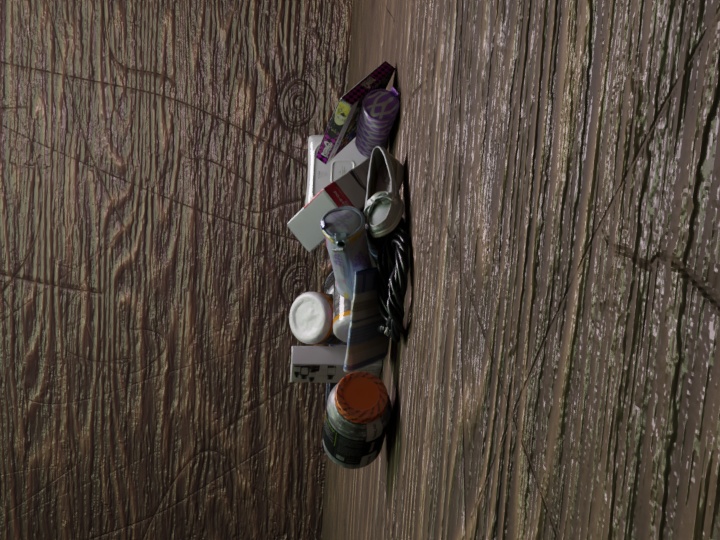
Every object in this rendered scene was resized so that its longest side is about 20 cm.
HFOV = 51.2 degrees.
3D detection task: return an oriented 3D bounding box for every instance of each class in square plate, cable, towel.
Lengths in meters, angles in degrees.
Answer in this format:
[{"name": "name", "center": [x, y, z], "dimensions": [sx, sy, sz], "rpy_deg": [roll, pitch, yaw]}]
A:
[{"name": "square plate", "center": [-0.039, -0.229, 1.790], "dimensions": [0.028, 0.196, 0.202], "rpy_deg": [23, -111, -74]}, {"name": "cable", "center": [0.056, 0.024, 1.344], "dimensions": [0.163, 0.050, 0.202], "rpy_deg": [-110, 25, -83]}, {"name": "towel", "center": [0.018, 0.090, 1.453], "dimensions": [0.146, 0.024, 0.202], "rpy_deg": [-14, -67, -56]}]

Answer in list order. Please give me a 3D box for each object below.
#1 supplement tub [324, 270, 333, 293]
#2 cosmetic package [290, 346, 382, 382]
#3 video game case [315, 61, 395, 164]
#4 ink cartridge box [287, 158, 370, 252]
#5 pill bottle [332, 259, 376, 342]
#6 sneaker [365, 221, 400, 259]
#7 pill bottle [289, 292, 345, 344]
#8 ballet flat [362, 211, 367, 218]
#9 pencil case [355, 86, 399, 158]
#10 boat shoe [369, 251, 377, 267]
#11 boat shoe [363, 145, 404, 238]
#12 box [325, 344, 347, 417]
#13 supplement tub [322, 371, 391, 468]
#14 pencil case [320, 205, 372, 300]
[{"name": "supplement tub", "center": [-0.032, 0.060, 1.955], "dimensions": [0.200, 0.121, 0.124], "rpy_deg": [-107, 21, -74]}, {"name": "cosmetic package", "center": [-0.055, 0.211, 1.669], "dimensions": [0.083, 0.198, 0.051], "rpy_deg": [100, 170, -53]}, {"name": "video game case", "center": [-0.011, -0.352, 1.677], "dimensions": [0.200, 0.036, 0.182], "rpy_deg": [-50, -6, -42]}, {"name": "ink cartridge box", "center": [-0.044, -0.144, 1.638], "dimensions": [0.145, 0.084, 0.200], "rpy_deg": [-40, 0, 41]}, {"name": "pill bottle", "center": [-0.001, 0.049, 1.634], "dimensions": [0.117, 0.115, 0.201], "rpy_deg": [100, 171, -56]}, {"name": "sneaker", "center": [0.048, -0.063, 1.487], "dimensions": [0.200, 0.073, 0.083], "rpy_deg": [-80, -23, -87]}, {"name": "pill bottle", "center": [-0.062, 0.113, 1.739], "dimensions": [0.199, 0.116, 0.118], "rpy_deg": [8, -97, -55]}, {"name": "ballet flat", "center": [0.026, -0.079, 1.749], "dimensions": [0.200, 0.067, 0.073], "rpy_deg": [110, 143, -70]}, {"name": "pencil case", "center": [0.037, -0.318, 1.649], "dimensions": [0.084, 0.085, 0.200], "rpy_deg": [54, 167, 9]}, {"name": "boat shoe", "center": [0.000, -0.001, 1.560], "dimensions": [0.070, 0.071, 0.202], "rpy_deg": [53, -167, -76]}, {"name": "boat shoe", "center": [0.039, -0.146, 1.398], "dimensions": [0.065, 0.074, 0.203], "rpy_deg": [44, -140, -35]}, {"name": "box", "center": [-0.036, 0.305, 1.963], "dimensions": [0.182, 0.103, 0.202], "rpy_deg": [-94, 8, -62]}, {"name": "supplement tub", "center": [-0.007, 0.285, 1.436], "dimensions": [0.201, 0.121, 0.123], "rpy_deg": [99, 172, -53]}, {"name": "pencil case", "center": [-0.020, -0.029, 1.428], "dimensions": [0.201, 0.082, 0.091], "rpy_deg": [78, 176, -52]}]
